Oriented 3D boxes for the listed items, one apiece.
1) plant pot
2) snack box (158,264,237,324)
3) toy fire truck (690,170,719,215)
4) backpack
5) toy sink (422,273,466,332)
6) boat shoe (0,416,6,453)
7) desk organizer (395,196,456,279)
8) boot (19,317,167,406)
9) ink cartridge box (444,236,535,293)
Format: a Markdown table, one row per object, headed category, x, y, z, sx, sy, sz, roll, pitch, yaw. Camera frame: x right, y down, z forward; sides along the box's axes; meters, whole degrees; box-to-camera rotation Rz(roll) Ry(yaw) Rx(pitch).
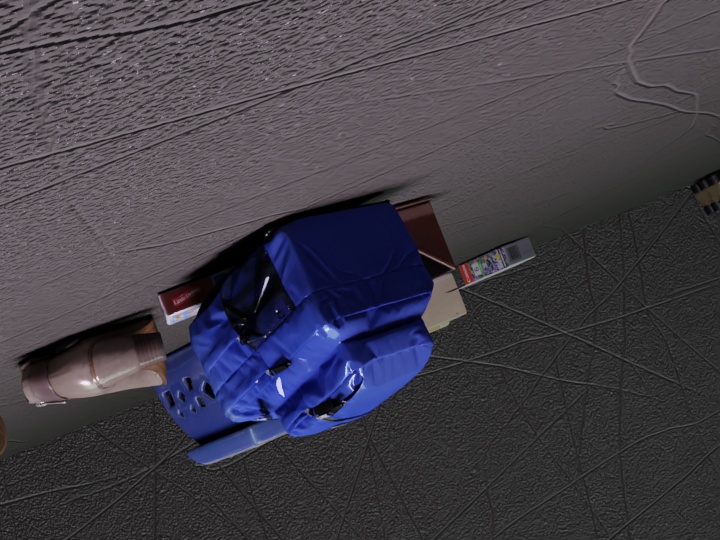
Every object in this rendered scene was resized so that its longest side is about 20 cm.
| category | x | y | z | sx | sy | sz | roll | pitch | yaw |
| --- | --- | --- | --- | --- | --- | --- | --- | --- | --- |
| plant pot | -0.184 | 0.184 | 1.964 | 0.199 | 0.182 | 0.199 | -24 | 175 | 43 |
| snack box | -0.095 | 0.002 | 1.204 | 0.198 | 0.025 | 0.072 | -22 | 175 | -11 |
| toy fire truck | 1.055 | -0.243 | 3.535 | 0.199 | 0.130 | 0.176 | -33 | 177 | -11 |
| backpack | -0.050 | 0.057 | 1.096 | 0.161 | 0.170 | 0.200 | -7 | 157 | -44 |
| toy sink | 0.151 | 0.095 | 3.024 | 0.129 | 0.113 | 0.200 | -20 | 175 | -19 |
| boat shoe | -0.466 | 0.188 | 1.343 | 0.064 | 0.073 | 0.199 | -14 | 178 | 33 |
| desk organizer | 0.000 | 0.000 | 1.309 | 0.071 | 0.078 | 0.199 | -18 | 174 | -45 |
| boot | -0.271 | 0.097 | 1.284 | 0.144 | 0.071 | 0.200 | -15 | 173 | -11 |
| ink cartridge box | 0.280 | -0.011 | 2.812 | 0.199 | 0.051 | 0.108 | -25 | 176 | 43 |
